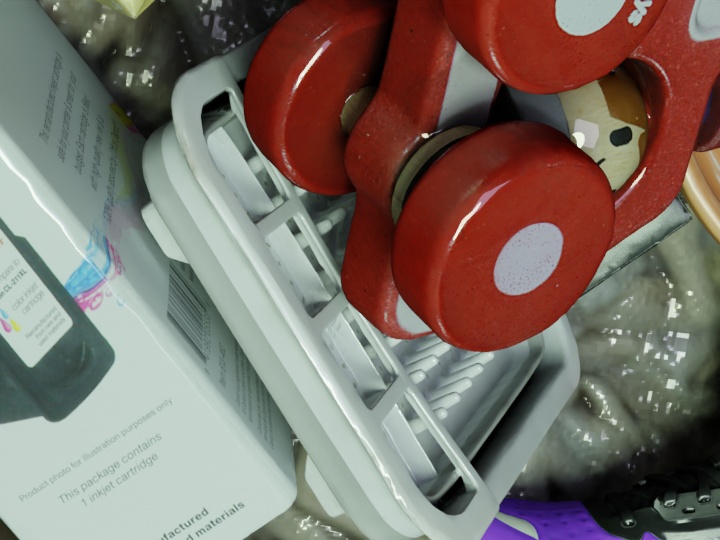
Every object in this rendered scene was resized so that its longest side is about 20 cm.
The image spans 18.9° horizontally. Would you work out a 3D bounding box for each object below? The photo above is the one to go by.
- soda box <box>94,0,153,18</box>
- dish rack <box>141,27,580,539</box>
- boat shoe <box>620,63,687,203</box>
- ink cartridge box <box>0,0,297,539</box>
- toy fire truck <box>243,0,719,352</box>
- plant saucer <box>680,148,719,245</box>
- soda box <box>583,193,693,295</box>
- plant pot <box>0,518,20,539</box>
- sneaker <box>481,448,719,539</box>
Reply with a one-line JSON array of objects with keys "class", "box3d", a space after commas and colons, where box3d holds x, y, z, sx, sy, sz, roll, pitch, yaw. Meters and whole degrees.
[{"class": "soda box", "box3d": [-0.089, -0.131, 0.669, 0.064, 0.200, 0.068, -44, 111, -5]}, {"class": "dish rack", "box3d": [0.000, 0.000, 0.739, 0.043, 0.200, 0.172, -30, 95, 26]}, {"class": "boat shoe", "box3d": [0.142, -0.060, 0.824, 0.199, 0.066, 0.073, 3, 88, -10]}, {"class": "ink cartridge box", "box3d": [-0.111, -0.009, 0.709, 0.082, 0.146, 0.200, -33, 111, 10]}, {"class": "toy fire truck", "box3d": [0.066, -0.074, 0.643, 0.167, 0.112, 0.201, -12, 128, -31]}, {"class": "plant saucer", "box3d": [0.192, -0.081, 0.781, 0.198, 0.037, 0.202, -1, 95, -13]}, {"class": "soda box", "box3d": [0.030, -0.085, 0.740, 0.070, 0.063, 0.201, -33, 99, 6]}, {"class": "plant pot", "box3d": [-0.161, 0.135, 0.712, 0.198, 0.174, 0.202, -4, 103, -20]}, {"class": "sneaker", "box3d": [0.133, 0.102, 0.847, 0.198, 0.070, 0.100, 16, 104, -7]}]
